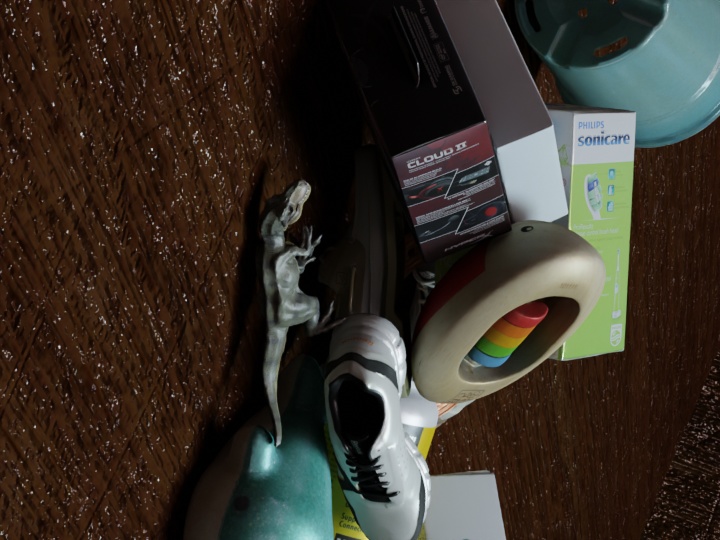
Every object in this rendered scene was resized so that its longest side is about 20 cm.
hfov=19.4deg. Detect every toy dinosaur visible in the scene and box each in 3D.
[{"bbox_3d":[-0.050,0.020,1.537,0.088,0.047,0.201,-36,132,-58],"label":"toy dinosaur"}]

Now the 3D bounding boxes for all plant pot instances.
[{"bbox_3d":[0.242,-0.234,1.957,0.196,0.200,0.201,23,86,-64],"label":"plant pot"}]

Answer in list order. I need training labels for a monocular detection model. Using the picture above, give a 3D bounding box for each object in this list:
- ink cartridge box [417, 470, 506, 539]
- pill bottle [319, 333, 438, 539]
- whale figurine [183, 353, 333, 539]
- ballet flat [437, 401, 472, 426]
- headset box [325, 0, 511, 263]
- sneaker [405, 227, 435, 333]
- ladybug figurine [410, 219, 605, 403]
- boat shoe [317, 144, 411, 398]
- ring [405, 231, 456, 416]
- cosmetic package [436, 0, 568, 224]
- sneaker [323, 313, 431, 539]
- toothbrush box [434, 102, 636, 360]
[{"bbox_3d":[0.064,0.285,1.784,0.146,0.084,0.201,-41,-126,55],"label":"ink cartridge box"},{"bbox_3d":[-0.003,0.145,1.717,0.112,0.112,0.201,1,107,-72],"label":"pill bottle"},{"bbox_3d":[-0.056,0.165,1.594,0.159,0.103,0.200,81,30,-55],"label":"whale figurine"},{"bbox_3d":[0.088,0.087,2.002,0.068,0.067,0.201,-40,145,-58],"label":"ballet flat"},{"bbox_3d":[0.042,-0.117,1.513,0.200,0.075,0.149,68,1,-64],"label":"headset box"},{"bbox_3d":[0.060,0.021,1.873,0.115,0.075,0.201,12,90,-64],"label":"sneaker"},{"bbox_3d":[0.105,0.030,1.624,0.135,0.072,0.200,3,141,-40],"label":"ladybug figurine"},{"bbox_3d":[0.000,0.000,1.635,0.075,0.068,0.201,21,67,-81],"label":"boat shoe"},{"bbox_3d":[0.055,0.045,1.814,0.200,0.019,0.201,-22,126,-32],"label":"ring"},{"bbox_3d":[0.096,-0.148,1.610,0.151,0.052,0.200,64,4,-65],"label":"cosmetic package"},{"bbox_3d":[0.004,0.136,1.597,0.080,0.073,0.201,-67,149,-58],"label":"sneaker"},{"bbox_3d":[0.141,-0.037,1.732,0.086,0.145,0.201,-4,100,-45],"label":"toothbrush box"}]
